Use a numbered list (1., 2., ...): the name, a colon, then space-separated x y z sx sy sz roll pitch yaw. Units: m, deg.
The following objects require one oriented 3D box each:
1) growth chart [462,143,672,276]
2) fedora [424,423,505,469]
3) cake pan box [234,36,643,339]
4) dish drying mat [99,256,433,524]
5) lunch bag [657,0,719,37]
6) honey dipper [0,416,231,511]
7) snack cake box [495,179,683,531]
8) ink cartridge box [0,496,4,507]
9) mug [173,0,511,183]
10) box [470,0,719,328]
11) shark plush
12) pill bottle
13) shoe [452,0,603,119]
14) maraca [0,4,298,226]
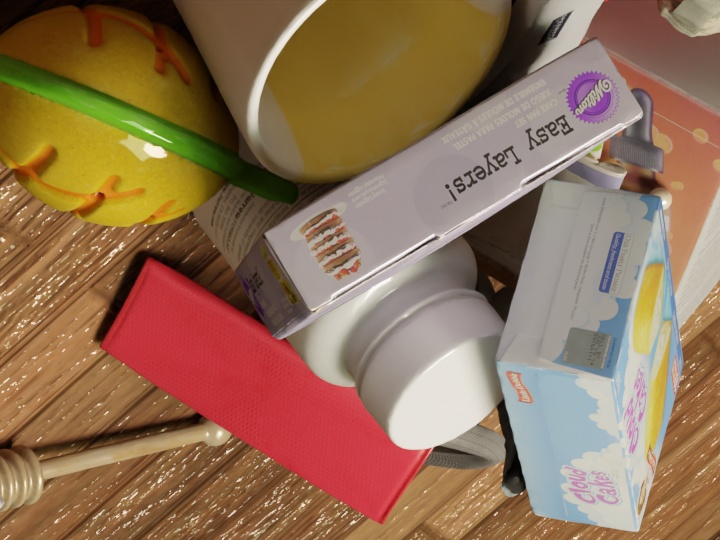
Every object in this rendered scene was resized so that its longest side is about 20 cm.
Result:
1. growth chart: 0.084 -0.058 1.477 0.018 0.200 0.145 -53 176 -45
2. fedora: 0.014 0.066 1.602 0.200 0.177 0.090 36 64 -72
3. cake pan box: 0.037 -0.038 1.276 0.200 0.052 0.184 -31 -179 -7
4. dish drying mat: -0.054 0.071 1.499 0.077 0.200 0.018 -58 179 34
5. lunch bag: 0.226 -0.220 1.320 0.200 0.118 0.164 -54 -178 -10
6. honey dipper: -0.162 0.115 1.577 0.200 0.038 0.038 -12 139 -41
7. snack cake box: 0.130 0.051 1.415 0.200 0.067 0.115 71 32 -60
8. ink cartridge box: -0.323 0.157 1.420 0.200 0.086 0.146 -44 147 12
9. mug: -0.030 -0.136 1.279 0.149 0.153 0.187 -22 145 -24
10. box: 0.156 -0.072 1.516 0.106 0.152 0.200 -44 158 -43
11. shark plush: 0.109 0.070 1.560 0.091 0.200 0.083 1 124 -10
12. pill bottle: 0.000 0.000 1.431 0.114 0.200 0.114 -26 147 -19
13. shoe: 0.071 -0.152 1.322 0.071 0.091 0.200 -26 169 -21
14. maraca: -0.114 -0.072 1.300 0.200 0.137 0.107 24 91 -53
